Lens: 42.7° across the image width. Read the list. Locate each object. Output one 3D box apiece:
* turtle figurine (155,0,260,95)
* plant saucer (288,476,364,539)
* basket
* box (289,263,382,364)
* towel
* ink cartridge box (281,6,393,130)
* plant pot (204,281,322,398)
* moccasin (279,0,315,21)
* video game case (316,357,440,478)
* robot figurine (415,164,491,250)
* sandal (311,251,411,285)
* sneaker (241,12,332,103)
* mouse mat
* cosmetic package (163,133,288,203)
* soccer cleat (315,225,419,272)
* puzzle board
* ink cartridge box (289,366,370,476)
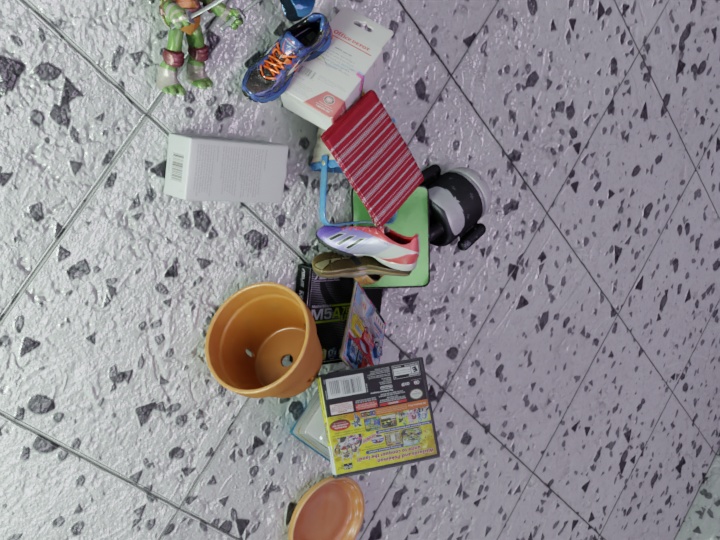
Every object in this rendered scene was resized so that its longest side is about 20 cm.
[{"bbox_3d":[-0.235,-0.360,1.389,0.198,0.144,0.195,11,121,-3],"label":"turtle figurine"},{"bbox_3d":[-0.075,0.518,1.913,0.199,0.037,0.202,-14,112,-40],"label":"plant saucer"},{"bbox_3d":[-0.006,-0.183,1.684,0.175,0.139,0.202,-6,98,-42],"label":"basket"},{"bbox_3d":[-0.043,0.081,1.796,0.199,0.047,0.195,-2,105,-43],"label":"box"},{"bbox_3d":[0.024,-0.194,1.604,0.145,0.022,0.201,-48,121,-26],"label":"towel"},{"bbox_3d":[-0.037,-0.350,1.608,0.201,0.116,0.068,-55,165,-15],"label":"ink cartridge box"},{"bbox_3d":[-0.155,0.140,1.624,0.201,0.199,0.140,-59,150,-12],"label":"plant pot"},{"bbox_3d":[-0.130,-0.507,1.508,0.080,0.068,0.202,-4,83,-29],"label":"moccasin"},{"bbox_3d":[0.032,0.261,1.642,0.198,0.025,0.182,-8,83,-15],"label":"video game case"},{"bbox_3d":[0.178,-0.128,1.889,0.200,0.124,0.151,-38,129,-29],"label":"robot figurine"},{"bbox_3d":[0.000,0.000,1.734,0.198,0.080,0.054,-4,125,-24],"label":"sandal"},{"bbox_3d":[-0.125,-0.362,1.534,0.200,0.075,0.078,-49,175,-13],"label":"sneaker"},{"bbox_3d":[0.060,-0.065,1.788,0.159,0.008,0.202,-1,92,-15],"label":"mouse mat"},{"bbox_3d":[-0.221,-0.169,1.532,0.199,0.071,0.102,-1,104,-43],"label":"cosmetic package"},{"bbox_3d":[0.015,-0.059,1.710,0.068,0.198,0.074,-60,165,-56],"label":"soccer cleat"},{"bbox_3d":[0.011,0.131,1.754,0.200,0.017,0.152,58,40,-58],"label":"puzzle board"},{"bbox_3d":[-0.025,0.286,1.741,0.146,0.200,0.147,36,75,-4],"label":"ink cartridge box"}]
